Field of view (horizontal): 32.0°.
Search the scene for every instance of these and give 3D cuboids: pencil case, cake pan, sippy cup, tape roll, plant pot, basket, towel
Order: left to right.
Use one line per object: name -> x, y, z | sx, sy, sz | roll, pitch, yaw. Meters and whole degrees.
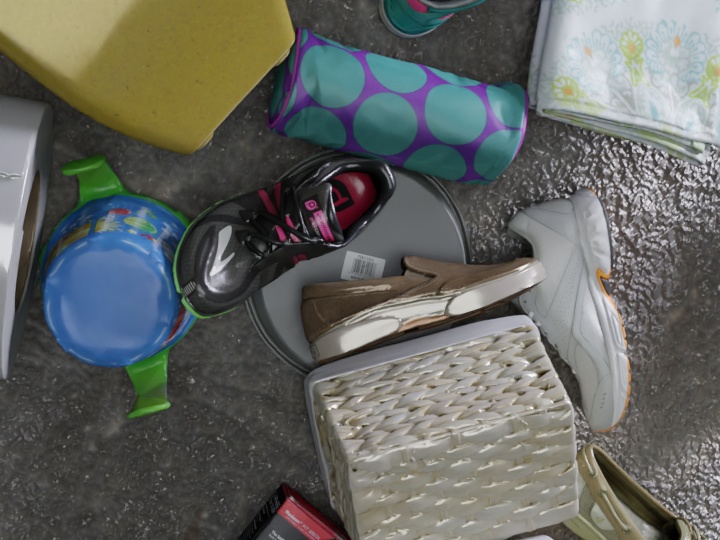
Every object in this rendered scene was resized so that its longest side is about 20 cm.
tape roll -> -0.272, -0.027, 0.902 | 0.070, 0.202, 0.206 | 10, 96, -9
sippy cup -> -0.185, 0.013, 0.954 | 0.177, 0.130, 0.140 | 41, 92, -9
plant pot -> -0.158, -0.197, 0.912 | 0.200, 0.194, 0.196 | 43, 89, -17
cake pan -> 0.000, 0.000, 1.032 | 0.197, 0.037, 0.204 | -1, 97, -9
pencil case -> 0.028, -0.129, 0.996 | 0.197, 0.093, 0.086 | 13, 128, -13
basket -> 0.067, 0.140, 0.997 | 0.197, 0.124, 0.137 | -14, 122, -7
towel -> 0.229, -0.201, 1.018 | 0.169, 0.048, 0.203 | 13, 82, -16

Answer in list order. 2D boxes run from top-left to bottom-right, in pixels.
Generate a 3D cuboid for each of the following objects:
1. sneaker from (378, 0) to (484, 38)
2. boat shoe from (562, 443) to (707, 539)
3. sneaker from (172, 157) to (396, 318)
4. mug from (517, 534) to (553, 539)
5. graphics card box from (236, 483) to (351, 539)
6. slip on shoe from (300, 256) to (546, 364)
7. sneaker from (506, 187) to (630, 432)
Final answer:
sneaker -> 0.089, -0.272, 0.969 | 0.083, 0.121, 0.201 | 33, 91, -11
boat shoe -> 0.249, 0.224, 1.074 | 0.200, 0.073, 0.063 | 40, 128, -5
sneaker -> -0.055, -0.035, 0.930 | 0.199, 0.083, 0.077 | -35, 99, -27
mug -> 0.082, 0.302, 0.952 | 0.150, 0.150, 0.189 | -2, 62, -13
graphics card box -> -0.078, 0.296, 1.050 | 0.125, 0.051, 0.201 | 39, 89, -12
slip on shoe -> 0.048, 0.016, 0.991 | 0.197, 0.076, 0.061 | -18, 82, -2
sneaker -> 0.169, 0.038, 1.052 | 0.090, 0.076, 0.204 | -10, 91, 0
